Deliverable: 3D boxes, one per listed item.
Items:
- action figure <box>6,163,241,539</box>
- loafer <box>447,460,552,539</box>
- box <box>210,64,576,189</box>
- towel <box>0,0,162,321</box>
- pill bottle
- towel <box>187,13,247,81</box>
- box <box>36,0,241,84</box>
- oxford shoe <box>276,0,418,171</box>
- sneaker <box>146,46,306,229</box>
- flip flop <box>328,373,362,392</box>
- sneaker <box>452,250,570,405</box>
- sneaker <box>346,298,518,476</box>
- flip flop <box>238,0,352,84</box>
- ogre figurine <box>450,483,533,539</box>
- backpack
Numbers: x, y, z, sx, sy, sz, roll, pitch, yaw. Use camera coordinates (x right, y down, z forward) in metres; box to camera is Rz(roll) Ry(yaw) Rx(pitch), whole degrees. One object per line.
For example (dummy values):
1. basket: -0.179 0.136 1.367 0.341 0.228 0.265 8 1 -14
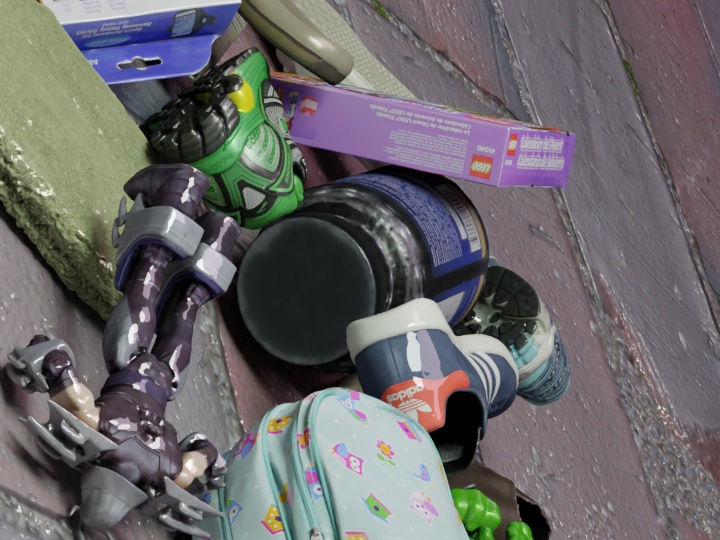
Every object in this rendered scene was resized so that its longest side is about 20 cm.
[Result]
1. action figure: -0.108 0.050 1.433 0.130 0.069 0.201 44 46 -36
2. loafer: 0.060 0.137 1.715 0.200 0.071 0.074 14 80 -65
3. box: 0.019 -0.089 1.799 0.137 0.199 0.039 -4 106 -69
4. towel: -0.167 -0.072 1.525 0.200 0.036 0.149 53 22 -26
5. pill bottle: 0.000 0.000 1.727 0.112 0.111 0.200 62 19 3
6. towel: -0.138 -0.217 1.800 0.193 0.034 0.200 57 17 -10
7. box: -0.147 -0.199 1.641 0.118 0.042 0.201 -10 64 -26
8. oxford shoe: -0.024 -0.131 1.941 0.200 0.058 0.075 48 25 8
9. sneaker: -0.073 -0.068 1.661 0.085 0.078 0.200 56 9 -12
10. flip flop: 0.035 0.079 1.784 0.081 0.057 0.200 63 18 6
11. sneaker: 0.069 0.024 1.883 0.086 0.077 0.200 51 0 -41
12. sneaker: 0.046 0.080 1.647 0.200 0.075 0.085 28 42 -66
13. flip flop: -0.070 -0.192 1.720 0.200 0.058 0.081 45 11 17
14. ogre figurine: 0.072 0.217 1.600 0.200 0.119 0.098 46 21 -40
15. backpack: -0.010 0.163 1.462 0.167 0.126 0.201 34 30 -46
